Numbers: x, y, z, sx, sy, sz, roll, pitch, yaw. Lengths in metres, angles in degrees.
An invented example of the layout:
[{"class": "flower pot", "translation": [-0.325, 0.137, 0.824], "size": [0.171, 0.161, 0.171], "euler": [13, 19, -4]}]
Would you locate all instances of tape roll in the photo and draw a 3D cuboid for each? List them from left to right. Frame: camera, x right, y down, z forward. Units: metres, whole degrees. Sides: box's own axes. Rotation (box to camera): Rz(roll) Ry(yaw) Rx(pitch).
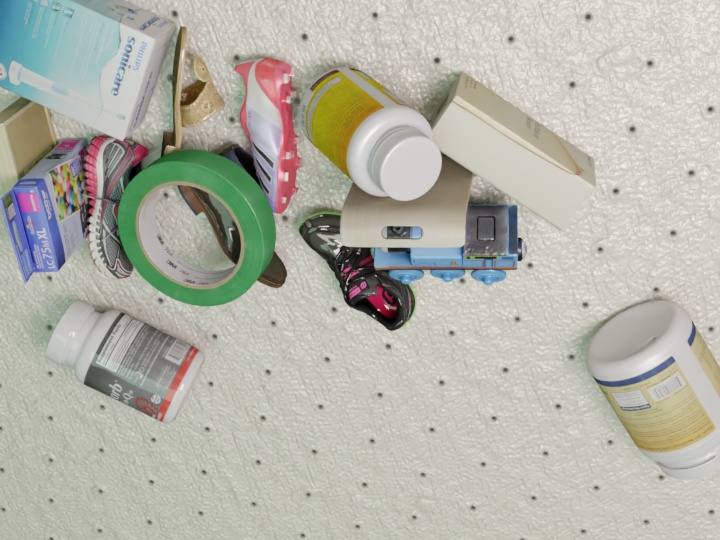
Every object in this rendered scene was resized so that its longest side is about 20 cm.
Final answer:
[{"class": "tape roll", "translation": [-0.208, -0.053, 1.362], "size": [0.200, 0.048, 0.201], "euler": [8, 117, 15]}]

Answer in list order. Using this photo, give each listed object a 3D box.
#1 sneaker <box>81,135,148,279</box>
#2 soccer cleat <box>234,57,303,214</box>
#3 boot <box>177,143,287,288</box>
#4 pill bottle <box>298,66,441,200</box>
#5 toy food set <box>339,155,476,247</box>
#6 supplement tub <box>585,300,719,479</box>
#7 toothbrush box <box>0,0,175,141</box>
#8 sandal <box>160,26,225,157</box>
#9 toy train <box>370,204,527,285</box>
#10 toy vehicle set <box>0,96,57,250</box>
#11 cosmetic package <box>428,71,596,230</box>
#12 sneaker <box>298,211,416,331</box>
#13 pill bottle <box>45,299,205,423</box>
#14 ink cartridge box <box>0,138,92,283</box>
[{"class": "sneaker", "translation": [-0.322, -0.079, 1.431], "size": [0.075, 0.081, 0.200], "euler": [5, 117, 6]}, {"class": "soccer cleat", "translation": [-0.118, -0.170, 1.358], "size": [0.076, 0.067, 0.200], "euler": [8, 116, 16]}, {"class": "boot", "translation": [-0.144, -0.071, 1.405], "size": [0.097, 0.075, 0.200], "euler": [-35, 104, 27]}, {"class": "pill bottle", "translation": [0.013, -0.157, 1.251], "size": [0.109, 0.200, 0.109], "euler": [-14, 124, -22]}, {"class": "toy food set", "translation": [0.064, -0.082, 1.288], "size": [0.143, 0.200, 0.060], "euler": [1, 120, 10]}, {"class": "supplement tub", "translation": [0.396, 0.156, 1.380], "size": [0.144, 0.144, 0.200], "euler": [-27, 109, 22]}, {"class": "toothbrush box", "translation": [-0.352, -0.274, 1.332], "size": [0.200, 0.085, 0.146], "euler": [24, 118, -1]}, {"class": "sandal", "translation": [-0.208, -0.207, 1.360], "size": [0.070, 0.078, 0.212], "euler": [5, 122, -16]}, {"class": "toy train", "translation": [0.109, -0.035, 1.346], "size": [0.200, 0.087, 0.114], "euler": [1, 161, 7]}, {"class": "toy vehicle set", "translation": [-0.428, -0.119, 1.404], "size": [0.026, 0.124, 0.200], "euler": [-2, 116, 11]}, {"class": "cosmetic package", "translation": [0.181, -0.145, 1.290], "size": [0.200, 0.104, 0.073], "euler": [31, 117, -7]}, {"class": "sneaker", "translation": [0.000, 0.000, 1.408], "size": [0.200, 0.084, 0.077], "euler": [43, 116, -12]}, {"class": "pill bottle", "translation": [-0.332, 0.126, 1.517], "size": [0.200, 0.116, 0.116], "euler": [26, 118, -3]}, {"class": "ink cartridge box", "translation": [-0.391, -0.079, 1.374], "size": [0.042, 0.200, 0.119], "euler": [-1, 117, 12]}]
